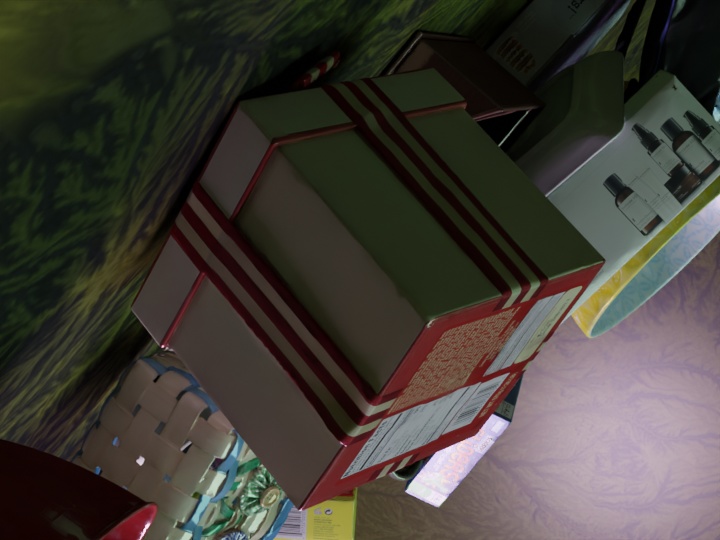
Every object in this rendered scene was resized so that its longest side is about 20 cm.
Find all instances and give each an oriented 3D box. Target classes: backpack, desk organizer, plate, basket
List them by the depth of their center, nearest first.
[{"bbox_3d":[-0.108,0.135,1.149,0.176,0.139,0.200,-59,167,9],"label":"basket"},{"bbox_3d":[0.070,-0.117,1.228,0.072,0.077,0.200,-50,173,14],"label":"desk organizer"},{"bbox_3d":[0.125,-0.091,1.366,0.200,0.032,0.200,-40,-167,22],"label":"plate"},{"bbox_3d":[0.305,-0.226,1.445,0.200,0.154,0.191,108,-2,-46],"label":"backpack"}]

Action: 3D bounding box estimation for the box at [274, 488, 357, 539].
[{"bbox_3d":[-0.035,0.126,1.312,0.200,0.075,0.050,-83,177,-56],"label":"box"}]

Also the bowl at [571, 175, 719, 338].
[{"bbox_3d":[0.226,-0.050,1.430,0.200,0.108,0.200,-40,165,-13],"label":"bowl"}]

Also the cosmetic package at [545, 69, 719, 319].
[{"bbox_3d":[0.186,-0.052,1.300,0.200,0.083,0.051,-44,-171,6],"label":"cosmetic package"}]

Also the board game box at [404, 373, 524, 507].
[{"bbox_3d":[0.100,0.082,1.426,0.135,0.034,0.200,-57,-171,46],"label":"board game box"}]

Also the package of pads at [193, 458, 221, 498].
[{"bbox_3d":[-0.102,0.206,1.432,0.068,0.155,0.200,-41,-166,-7],"label":"package of pads"}]

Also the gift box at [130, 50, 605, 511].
[{"bbox_3d":[0.002,0.000,0.977,0.200,0.187,0.185,-14,146,-51],"label":"gift box"}]

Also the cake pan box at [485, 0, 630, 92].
[{"bbox_3d":[0.173,-0.206,1.497,0.200,0.052,0.184,-47,175,-9],"label":"cake pan box"}]

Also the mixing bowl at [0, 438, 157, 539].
[{"bbox_3d":[-0.210,0.158,0.879,0.200,0.108,0.200,-47,173,-8],"label":"mixing bowl"}]

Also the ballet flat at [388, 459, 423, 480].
[{"bbox_3d":[0.060,0.082,1.328,0.067,0.064,0.200,-10,137,-42],"label":"ballet flat"}]

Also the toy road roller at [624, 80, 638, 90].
[{"bbox_3d":[0.234,-0.072,1.559,0.123,0.146,0.200,-81,173,-74],"label":"toy road roller"}]

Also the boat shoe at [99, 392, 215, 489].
[{"bbox_3d":[-0.135,0.123,1.295,0.062,0.075,0.200,-53,170,26],"label":"boat shoe"}]
